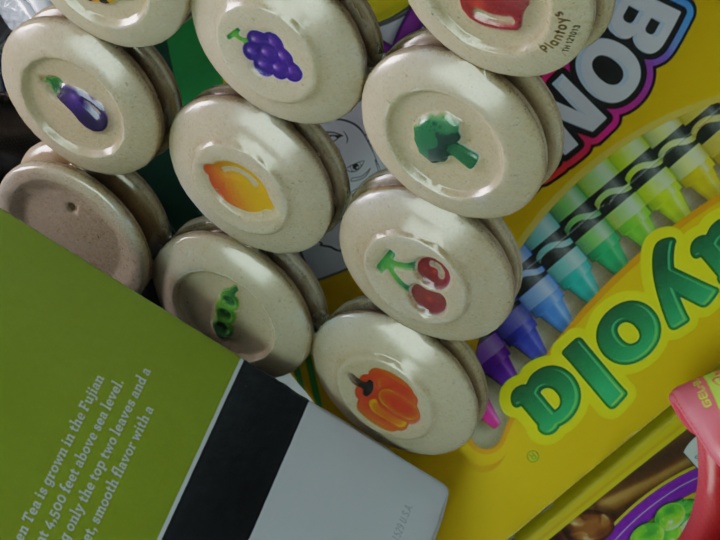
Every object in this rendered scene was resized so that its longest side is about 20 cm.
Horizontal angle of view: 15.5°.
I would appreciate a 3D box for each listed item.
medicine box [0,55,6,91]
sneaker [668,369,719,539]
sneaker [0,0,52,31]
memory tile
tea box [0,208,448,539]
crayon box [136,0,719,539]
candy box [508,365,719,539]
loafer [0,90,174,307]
[{"bbox_3d":[-0.204,-0.031,0.935,0.200,0.102,0.183,-9,91,59],"label":"medicine box"},{"bbox_3d":[0.131,0.040,0.709,0.090,0.078,0.201,29,96,-7],"label":"sneaker"},{"bbox_3d":[-0.012,-0.099,0.827,0.199,0.076,0.114,18,110,7],"label":"sneaker"},{"bbox_3d":[-0.023,-0.040,0.665,0.153,0.017,0.201,27,140,12],"label":"memory tile"},{"bbox_3d":[-0.117,0.099,0.741,0.196,0.134,0.200,32,141,-9],"label":"tea box"},{"bbox_3d":[0.051,-0.045,0.753,0.200,0.058,0.173,-40,88,8],"label":"crayon box"},{"bbox_3d":[0.082,0.100,0.812,0.200,0.026,0.102,-40,123,7],"label":"candy box"},{"bbox_3d":[-0.104,-0.022,0.832,0.199,0.071,0.073,12,123,-10],"label":"loafer"}]
